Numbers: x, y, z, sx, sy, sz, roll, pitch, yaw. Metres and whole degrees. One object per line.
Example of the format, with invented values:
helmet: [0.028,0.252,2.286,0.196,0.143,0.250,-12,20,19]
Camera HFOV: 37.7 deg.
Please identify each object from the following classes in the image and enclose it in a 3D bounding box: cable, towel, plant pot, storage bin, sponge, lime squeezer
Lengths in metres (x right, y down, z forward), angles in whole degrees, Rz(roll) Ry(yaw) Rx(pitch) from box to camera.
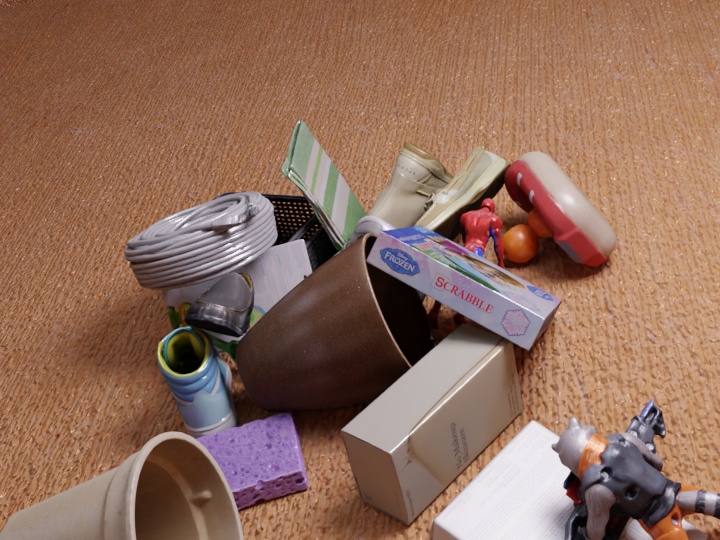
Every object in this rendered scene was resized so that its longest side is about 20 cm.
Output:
cable: [-0.203,-0.041,1.362,0.199,0.069,0.200,-18,16,10]
towel: [-0.041,-0.097,1.472,0.023,0.200,0.153,-27,26,20]
plant pot: [-0.235,0.272,0.991,0.183,0.201,0.201,-18,29,17]
storage bin: [-0.146,-0.036,1.516,0.199,0.094,0.135,5,37,31]
sponge: [-0.162,0.225,1.166,0.199,0.030,0.112,-17,31,-3]
lime squeezer: [-0.133,0.094,1.335,0.199,0.038,0.071,4,52,7]
plant pot: [-0.037,0.082,1.220,0.199,0.187,0.187,-24,28,16]

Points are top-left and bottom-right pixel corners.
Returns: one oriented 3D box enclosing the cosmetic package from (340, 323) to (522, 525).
cosmetic package: [0.079,0.156,1.103,0.073,0.104,0.200,17,44,41]

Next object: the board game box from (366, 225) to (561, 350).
board game box: [0.124,0.013,1.200,0.199,0.041,0.200,29,11,11]

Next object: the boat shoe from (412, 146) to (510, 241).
boat shoe: [0.124,-0.097,1.422,0.063,0.073,0.201,36,60,19]

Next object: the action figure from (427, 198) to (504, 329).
action figure: [0.147,0.001,1.371,0.065,0.099,0.201,6,59,26]

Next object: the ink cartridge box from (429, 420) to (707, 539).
ink cartridge box: [0.190,0.249,0.981,0.200,0.057,0.162,35,53,26]

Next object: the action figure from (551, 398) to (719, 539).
action figure: [0.268,0.182,0.946,0.193,0.105,0.200,24,51,12]

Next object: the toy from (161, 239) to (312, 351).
toy: [-0.158,0.040,1.409,0.199,0.116,0.047,-15,-1,-3]

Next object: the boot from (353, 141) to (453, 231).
boot: [0.071,-0.078,1.480,0.073,0.200,0.156,31,89,24]

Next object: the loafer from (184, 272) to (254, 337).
loafer: [-0.163,0.036,1.258,0.072,0.073,0.200,16,0,-3]

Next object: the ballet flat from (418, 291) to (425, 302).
ballet flat: [0.064,0.016,1.398,0.067,0.046,0.200,21,48,13]

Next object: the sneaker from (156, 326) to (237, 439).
sneaker: [-0.204,0.105,1.279,0.079,0.131,0.200,-22,30,-11]

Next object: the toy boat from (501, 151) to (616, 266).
toy boat: [0.239,-0.063,1.394,0.131,0.130,0.200,-41,29,13]

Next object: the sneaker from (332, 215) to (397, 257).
sneaker: [0.000,0.000,1.357,0.075,0.200,0.082,33,59,-4]
